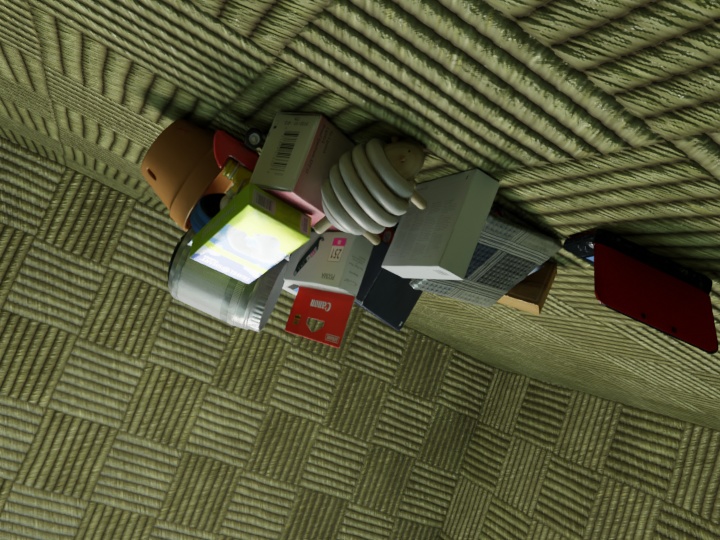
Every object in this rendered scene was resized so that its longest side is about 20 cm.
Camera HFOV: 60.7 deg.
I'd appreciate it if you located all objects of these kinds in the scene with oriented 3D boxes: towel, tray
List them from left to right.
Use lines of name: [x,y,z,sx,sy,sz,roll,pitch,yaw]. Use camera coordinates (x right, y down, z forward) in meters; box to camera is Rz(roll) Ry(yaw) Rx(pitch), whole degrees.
towel: [0.207,-0.015,1.015,0.197,0.035,0.193,16,133,-36]
tray: [0.266,0.007,1.184,0.196,0.100,0.037,18,153,29]

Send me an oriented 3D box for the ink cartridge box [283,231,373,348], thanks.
ink cartridge box: [-0.071,0.024,1.030,0.043,0.177,0.198,24,170,-32]

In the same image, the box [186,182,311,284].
box: [-0.184,-0.048,0.985,0.121,0.049,0.198,27,137,-33]

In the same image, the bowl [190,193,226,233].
bowl: [-0.215,-0.086,1.145,0.196,0.040,0.202,20,-158,-9]

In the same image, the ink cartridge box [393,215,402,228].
ink cartridge box: [0.145,-0.083,1.138,0.093,0.045,0.198,30,169,-34]

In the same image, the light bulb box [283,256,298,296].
light bulb box: [-0.146,-0.072,1.349,0.123,0.202,0.199,-26,148,23]

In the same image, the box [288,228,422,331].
box: [0.000,0.000,1.204,0.195,0.125,0.200,32,177,31]

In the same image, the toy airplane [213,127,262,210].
toy airplane: [-0.182,-0.134,1.088,0.201,0.140,0.200,54,-179,27]

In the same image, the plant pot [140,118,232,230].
plant pot: [-0.339,-0.203,1.227,0.139,0.201,0.200,39,170,-4]

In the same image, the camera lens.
camera lens: [-0.252,0.009,1.166,0.196,0.163,0.160,23,172,1]

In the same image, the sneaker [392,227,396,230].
sneaker: [0.133,-0.052,1.325,0.077,0.077,0.198,17,-175,-40]

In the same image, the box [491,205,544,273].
box: [0.231,-0.030,1.056,0.109,0.035,0.199,-30,145,22]

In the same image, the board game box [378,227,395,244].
board game box: [-0.007,-0.112,1.223,0.152,0.041,0.200,38,180,28]

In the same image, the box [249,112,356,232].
box: [-0.061,-0.146,0.992,0.107,0.131,0.199,13,169,40]

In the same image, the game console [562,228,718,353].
game console: [0.407,0.033,0.915,0.196,0.121,0.172,24,171,-6]

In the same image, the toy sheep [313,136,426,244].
toy sheep: [0.011,-0.113,0.891,0.138,0.199,0.139,44,-162,-19]

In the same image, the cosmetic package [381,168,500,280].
cosmetic package: [0.117,-0.065,0.947,0.051,0.154,0.199,24,172,-20]
